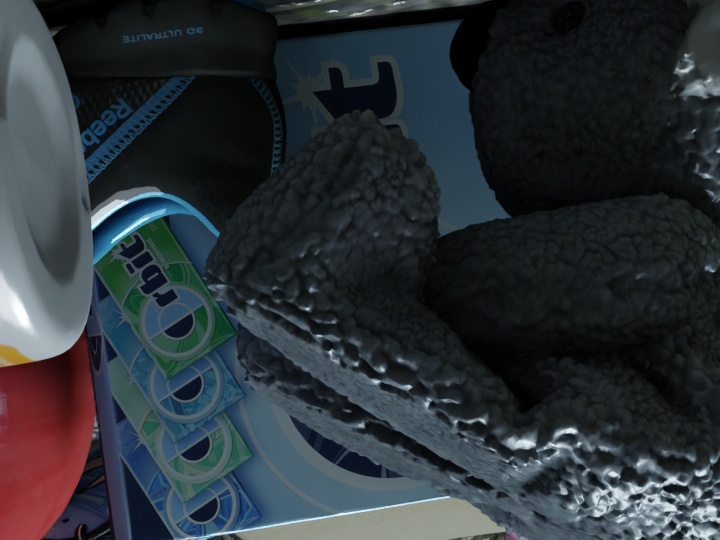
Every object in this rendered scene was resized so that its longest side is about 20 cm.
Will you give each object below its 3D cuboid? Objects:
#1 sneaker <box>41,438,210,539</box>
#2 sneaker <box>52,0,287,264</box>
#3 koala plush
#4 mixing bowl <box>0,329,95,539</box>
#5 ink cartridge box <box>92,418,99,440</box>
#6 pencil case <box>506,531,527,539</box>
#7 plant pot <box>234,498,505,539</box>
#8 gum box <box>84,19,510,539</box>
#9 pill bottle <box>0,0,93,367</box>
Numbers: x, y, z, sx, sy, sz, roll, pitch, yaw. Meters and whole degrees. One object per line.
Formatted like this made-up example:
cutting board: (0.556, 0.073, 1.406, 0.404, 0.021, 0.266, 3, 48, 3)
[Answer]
sneaker: (-0.080, 0.097, 0.932, 0.200, 0.078, 0.090, -31, -153, 17)
sneaker: (-0.121, -0.034, 0.752, 0.200, 0.082, 0.073, -8, 178, 11)
koala plush: (0.079, -0.021, 0.746, 0.184, 0.200, 0.177, 29, 168, 6)
mixing bowl: (-0.170, 0.045, 0.881, 0.200, 0.200, 0.108, -13, 172, 44)
ink cartridge box: (-0.191, 0.069, 1.078, 0.145, 0.084, 0.200, -7, -167, -10)
pencil case: (0.104, 0.060, 1.013, 0.086, 0.200, 0.083, 7, -146, 13)
plant pot: (-0.001, 0.020, 1.122, 0.200, 0.200, 0.177, -10, 164, 23)
gum box: (0.000, 0.000, 0.852, 0.200, 0.170, 0.045, -7, 179, -14)
pill bottle: (-0.185, -0.015, 0.674, 0.200, 0.112, 0.112, -9, 176, 7)
